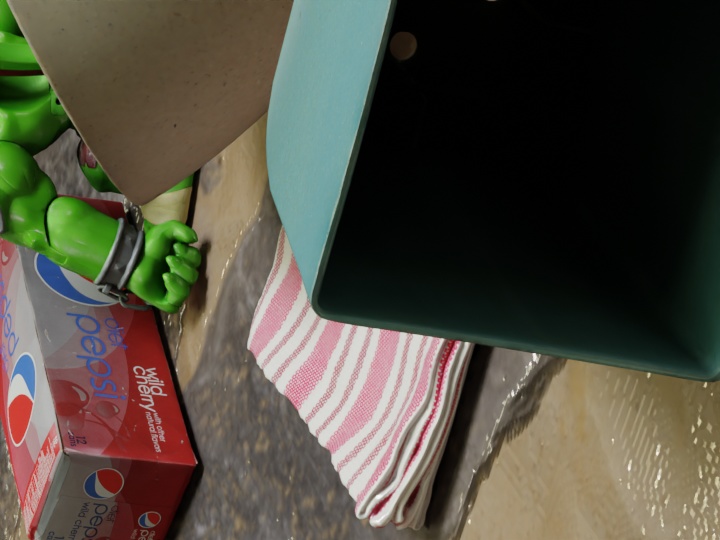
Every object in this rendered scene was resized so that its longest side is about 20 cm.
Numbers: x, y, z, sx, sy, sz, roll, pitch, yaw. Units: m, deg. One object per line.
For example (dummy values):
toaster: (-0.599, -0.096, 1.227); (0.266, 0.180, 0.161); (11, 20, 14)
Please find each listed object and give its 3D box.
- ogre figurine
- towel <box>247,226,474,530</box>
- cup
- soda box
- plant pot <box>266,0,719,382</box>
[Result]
ogre figurine: (-0.140, -0.080, 1.428); (0.098, 0.119, 0.201); (159, 116, -64)
towel: (0.000, 0.000, 1.194); (0.200, 0.030, 0.147); (-131, 53, -61)
cup: (-0.071, -0.148, 1.221); (0.201, 0.143, 0.200); (64, -176, -8)
soda box: (-0.138, 0.047, 1.448); (0.200, 0.070, 0.064); (-109, 35, -47)
plant pot: (0.046, -0.075, 0.986); (0.200, 0.141, 0.142); (-122, 44, -66)
